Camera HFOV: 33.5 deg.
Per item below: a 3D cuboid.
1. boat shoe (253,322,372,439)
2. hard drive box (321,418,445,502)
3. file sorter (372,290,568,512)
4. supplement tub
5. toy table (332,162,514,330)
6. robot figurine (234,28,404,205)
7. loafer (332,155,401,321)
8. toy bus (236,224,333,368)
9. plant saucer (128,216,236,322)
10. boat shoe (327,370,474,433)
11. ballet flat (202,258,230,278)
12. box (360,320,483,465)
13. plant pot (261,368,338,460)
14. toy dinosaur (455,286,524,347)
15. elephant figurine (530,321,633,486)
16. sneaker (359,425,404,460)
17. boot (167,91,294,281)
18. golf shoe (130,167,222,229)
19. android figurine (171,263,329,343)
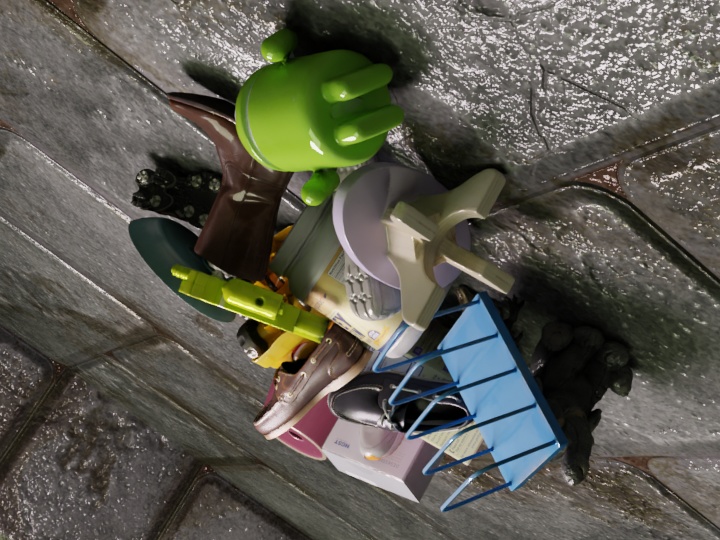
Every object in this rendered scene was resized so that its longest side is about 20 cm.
[{"bbox_3d":[-0.075,0.140,1.539,0.070,0.071,0.200,41,115,-15],"label":"boat shoe"},{"bbox_3d":[0.060,0.225,1.806,0.155,0.201,0.077,17,154,34],"label":"hard drive box"},{"bbox_3d":[0.117,0.154,1.376,0.201,0.122,0.139,64,150,22],"label":"file sorter"},{"bbox_3d":[0.000,0.000,1.475,0.199,0.145,0.144,33,159,-4],"label":"supplement tub"},{"bbox_3d":[0.075,-0.035,1.287,0.199,0.185,0.117,16,-174,-38],"label":"toy table"},{"bbox_3d":[-0.049,-0.161,1.224,0.199,0.115,0.176,1,114,49],"label":"robot figurine"},{"bbox_3d":[0.014,-0.044,1.371,0.070,0.070,0.201,4,102,50],"label":"loafer"},{"bbox_3d":[-0.068,0.069,1.641,0.192,0.136,0.200,40,-160,-33],"label":"toy bus"},{"bbox_3d":[-0.239,-0.011,1.680,0.200,0.036,0.200,44,-169,-11],"label":"plant saucer"},{"bbox_3d":[0.051,0.169,1.502,0.199,0.073,0.063,1,-167,11],"label":"boat shoe"},{"bbox_3d":[-0.182,-0.039,1.714,0.072,0.072,0.200,36,-171,-11],"label":"ballet flat"},{"bbox_3d":[0.094,0.146,1.614,0.199,0.097,0.176,30,-162,5],"label":"box"},{"bbox_3d":[-0.067,0.199,1.948,0.199,0.179,0.200,28,158,12],"label":"plant pot"},{"bbox_3d":[0.171,0.086,1.477,0.047,0.201,0.088,8,136,-25],"label":"toy dinosaur"},{"bbox_3d":[0.238,0.173,1.444,0.141,0.201,0.155,15,156,24],"label":"elephant figurine"},{"bbox_3d":[0.025,0.176,1.742,0.075,0.201,0.092,-8,142,31],"label":"sneaker"},{"bbox_3d":[-0.174,-0.098,1.437,0.186,0.201,0.064,24,-160,15],"label":"boot"},{"bbox_3d":[-0.227,-0.099,1.691,0.199,0.078,0.088,18,179,29],"label":"golf shoe"},{"bbox_3d":[-0.134,0.037,1.440,0.199,0.041,0.182,22,176,0],"label":"android figurine"}]
